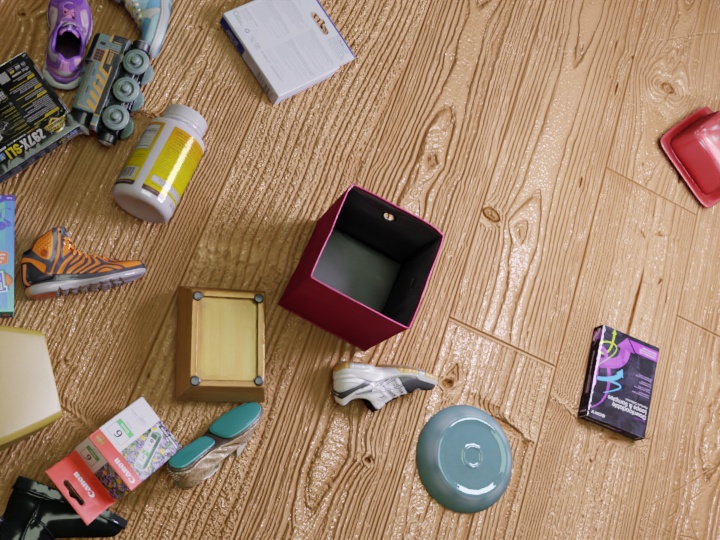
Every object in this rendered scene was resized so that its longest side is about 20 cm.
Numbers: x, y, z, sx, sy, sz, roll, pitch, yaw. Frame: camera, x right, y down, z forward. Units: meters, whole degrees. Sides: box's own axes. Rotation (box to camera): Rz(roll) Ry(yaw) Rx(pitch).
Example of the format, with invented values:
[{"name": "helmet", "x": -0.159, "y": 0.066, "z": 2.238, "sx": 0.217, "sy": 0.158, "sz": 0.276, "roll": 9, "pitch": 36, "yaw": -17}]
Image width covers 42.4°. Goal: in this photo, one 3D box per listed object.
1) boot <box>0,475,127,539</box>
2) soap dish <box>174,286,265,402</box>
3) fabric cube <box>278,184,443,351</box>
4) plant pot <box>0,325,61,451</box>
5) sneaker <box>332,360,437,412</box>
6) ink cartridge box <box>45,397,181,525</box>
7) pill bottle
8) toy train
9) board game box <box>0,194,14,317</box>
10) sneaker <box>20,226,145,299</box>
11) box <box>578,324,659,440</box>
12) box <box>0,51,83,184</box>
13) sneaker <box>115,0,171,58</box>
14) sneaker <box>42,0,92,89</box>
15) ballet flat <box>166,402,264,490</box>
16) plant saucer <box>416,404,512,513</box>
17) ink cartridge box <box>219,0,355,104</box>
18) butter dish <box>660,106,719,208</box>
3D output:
[{"name": "boot", "x": -0.478, "y": 0.420, "z": 1.415, "sx": 0.198, "sy": 0.073, "sz": 0.163, "roll": 22, "pitch": 65, "yaw": -6}, {"name": "soap dish", "x": -0.235, "y": 0.123, "z": 1.593, "sx": 0.157, "sy": 0.081, "sz": 0.200, "roll": 4, "pitch": 74, "yaw": -20}, {"name": "fabric cube", "x": 0.000, "y": 0.000, "z": 1.657, "sx": 0.196, "sy": 0.199, "sz": 0.200, "roll": 28, "pitch": 67, "yaw": -11}, {"name": "plant pot", "x": -0.564, "y": 0.185, "z": 1.396, "sx": 0.176, "sy": 0.200, "sz": 0.200, "roll": -9, "pitch": 77, "yaw": -35}, {"name": "sneaker", "x": 0.042, "y": 0.214, "z": 1.690, "sx": 0.200, "sy": 0.076, "sz": 0.088, "roll": 6, "pitch": 88, "yaw": -16}, {"name": "ink cartridge box", "x": -0.382, "y": 0.294, "z": 1.452, "sx": 0.109, "sy": 0.050, "sz": 0.200, "roll": 52, "pitch": 33, "yaw": 0}, {"name": "pill bottle", "x": -0.345, "y": -0.191, "z": 1.629, "sx": 0.109, "sy": 0.109, "sz": 0.200, "roll": 28, "pitch": 67, "yaw": -12}, {"name": "toy train", "x": -0.441, "y": -0.322, "z": 1.639, "sx": 0.114, "sy": 0.085, "sz": 0.200, "roll": 18, "pitch": 83, "yaw": -2}, {"name": "board game box", "x": -0.639, "y": -0.024, "z": 1.500, "sx": 0.152, "sy": 0.045, "sz": 0.200, "roll": 0, "pitch": 75, "yaw": -21}, {"name": "sneaker", "x": -0.464, "y": -0.023, "z": 1.549, "sx": 0.200, "sy": 0.078, "sz": 0.112, "roll": -9, "pitch": 79, "yaw": -23}, {"name": "box", "x": 0.526, "y": 0.227, "z": 1.884, "sx": 0.143, "sy": 0.036, "sz": 0.200, "roll": 22, "pitch": 69, "yaw": -14}, {"name": "box", "x": -0.598, "y": -0.248, "z": 1.559, "sx": 0.200, "sy": 0.049, "sz": 0.160, "roll": -37, "pitch": 91, "yaw": -13}, {"name": "sneaker", "x": -0.417, "y": -0.486, "z": 1.708, "sx": 0.130, "sy": 0.080, "sz": 0.200, "roll": 11, "pitch": 61, "yaw": -20}, {"name": "sneaker", "x": -0.516, "y": -0.426, "z": 1.645, "sx": 0.080, "sy": 0.088, "sz": 0.200, "roll": 5, "pitch": 72, "yaw": -19}, {"name": "ballet flat", "x": -0.238, "y": 0.296, "z": 1.552, "sx": 0.200, "sy": 0.070, "sz": 0.065, "roll": -32, "pitch": 127, "yaw": -36}, {"name": "plant saucer", "x": 0.202, "y": 0.347, "z": 1.722, "sx": 0.200, "sy": 0.036, "sz": 0.200, "roll": 6, "pitch": 72, "yaw": -19}, {"name": "ink cartridge box", "x": -0.141, "y": -0.451, "z": 1.823, "sx": 0.200, "sy": 0.041, "sz": 0.200, "roll": -32, "pitch": 87, "yaw": -26}, {"name": "butter dish", "x": 0.813, "y": -0.278, "z": 2.085, "sx": 0.200, "sy": 0.148, "sz": 0.200, "roll": -34, "pitch": 87, "yaw": -26}]
